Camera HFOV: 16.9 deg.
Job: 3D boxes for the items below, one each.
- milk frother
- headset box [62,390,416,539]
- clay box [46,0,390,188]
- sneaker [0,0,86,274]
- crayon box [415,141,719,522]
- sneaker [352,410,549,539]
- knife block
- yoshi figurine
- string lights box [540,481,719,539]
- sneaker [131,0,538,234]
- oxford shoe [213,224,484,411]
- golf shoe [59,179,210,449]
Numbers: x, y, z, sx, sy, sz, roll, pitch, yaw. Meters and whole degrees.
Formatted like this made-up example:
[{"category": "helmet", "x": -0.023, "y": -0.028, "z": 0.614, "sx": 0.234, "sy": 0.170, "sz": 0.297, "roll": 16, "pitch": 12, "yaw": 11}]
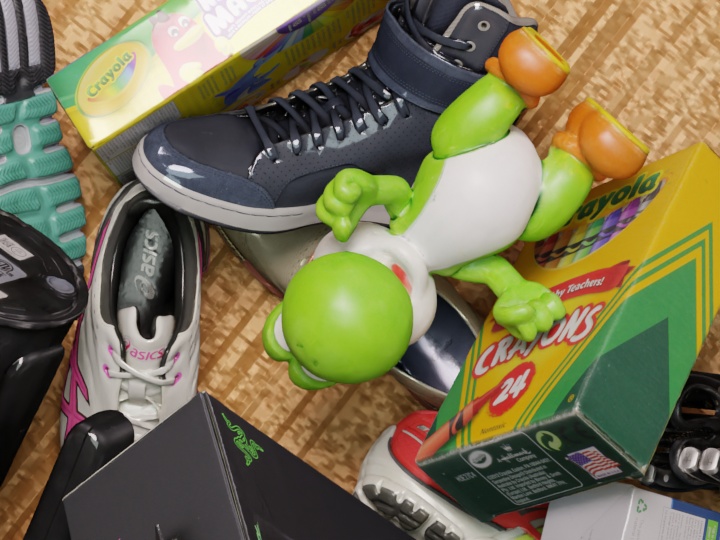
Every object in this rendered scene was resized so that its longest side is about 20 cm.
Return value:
[{"category": "milk frother", "x": -0.228, "y": 0.084, "z": 1.125, "sx": 0.180, "sy": 0.200, "sz": 0.189, "roll": 42, "pitch": 116, "yaw": 33}, {"category": "headset box", "x": -0.033, "y": 0.173, "z": 1.081, "sx": 0.093, "sy": 0.174, "sz": 0.200, "roll": -37, "pitch": 131, "yaw": 16}, {"category": "clay box", "x": -0.055, "y": -0.121, "z": 1.219, "sx": 0.200, "sy": 0.115, "sz": 0.048, "roll": -34, "pitch": 83, "yaw": -3}, {"category": "sneaker", "x": -0.195, "y": -0.052, "z": 1.252, "sx": 0.074, "sy": 0.087, "sz": 0.201, "roll": -12, "pitch": 106, "yaw": -43}, {"category": "crayon box", "x": 0.116, "y": 0.018, "z": 1.165, "sx": 0.051, "sy": 0.127, "sz": 0.200, "roll": 41, "pitch": 56, "yaw": -18}, {"category": "sneaker", "x": 0.091, "y": 0.140, "z": 1.225, "sx": 0.200, "sy": 0.077, "sz": 0.085, "roll": 37, "pitch": 54, "yaw": -9}, {"category": "knife block", "x": 0.231, "y": 0.082, "z": 1.175, "sx": 0.199, "sy": 0.176, "sz": 0.064, "roll": 4, "pitch": 87, "yaw": 0}, {"category": "yoshi figurine", "x": 0.035, "y": -0.013, "z": 1.120, "sx": 0.200, "sy": 0.112, "sz": 0.113, "roll": -44, "pitch": 57, "yaw": 9}, {"category": "string lights box", "x": 0.174, "y": 0.171, "z": 1.174, "sx": 0.199, "sy": 0.059, "sz": 0.103, "roll": 19, "pitch": 82, "yaw": -35}, {"category": "sneaker", "x": -0.005, "y": -0.092, "z": 1.180, "sx": 0.201, "sy": 0.077, "sz": 0.147, "roll": 0, "pitch": 129, "yaw": -28}, {"category": "oxford shoe", "x": 0.000, "y": 0.000, "z": 1.231, "sx": 0.200, "sy": 0.074, "sz": 0.071, "roll": 37, "pitch": 87, "yaw": 2}, {"category": "golf shoe", "x": -0.116, "y": 0.052, "z": 1.221, "sx": 0.072, "sy": 0.092, "sz": 0.201, "roll": 3, "pitch": 88, "yaw": -1}]
